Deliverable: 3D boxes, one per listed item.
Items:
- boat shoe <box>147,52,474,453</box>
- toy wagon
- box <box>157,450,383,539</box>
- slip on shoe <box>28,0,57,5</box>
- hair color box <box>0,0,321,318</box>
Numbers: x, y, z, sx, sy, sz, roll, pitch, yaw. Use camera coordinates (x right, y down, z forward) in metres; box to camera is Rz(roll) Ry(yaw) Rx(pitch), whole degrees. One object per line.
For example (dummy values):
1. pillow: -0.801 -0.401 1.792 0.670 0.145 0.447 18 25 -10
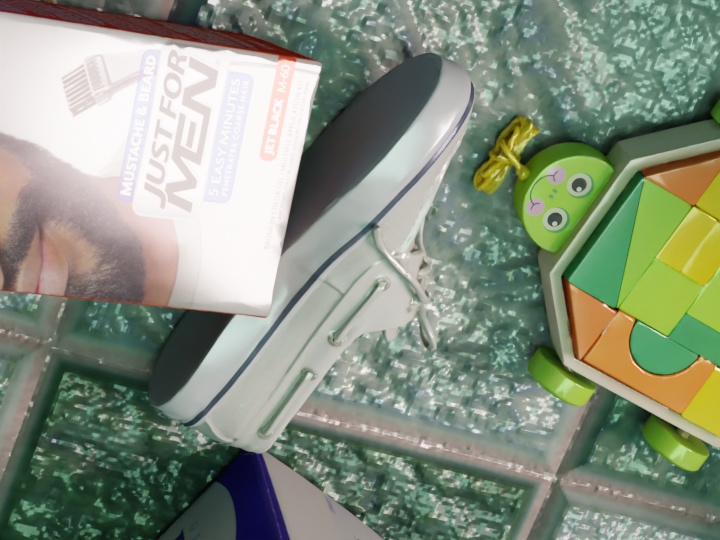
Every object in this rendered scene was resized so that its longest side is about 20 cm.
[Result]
1. boat shoe: 0.000 0.003 1.167 0.086 0.075 0.202 32 107 -23
2. toy wagon: 0.139 -0.001 1.214 0.200 0.040 0.155 29 105 -23
3. box: -0.066 0.208 1.188 0.105 0.184 0.200 40 101 -23
4. slip on shoe: -0.192 -0.042 1.114 0.076 0.061 0.200 22 91 -35
5. hair color box: -0.122 -0.048 1.081 0.200 0.064 0.111 6 101 -32
